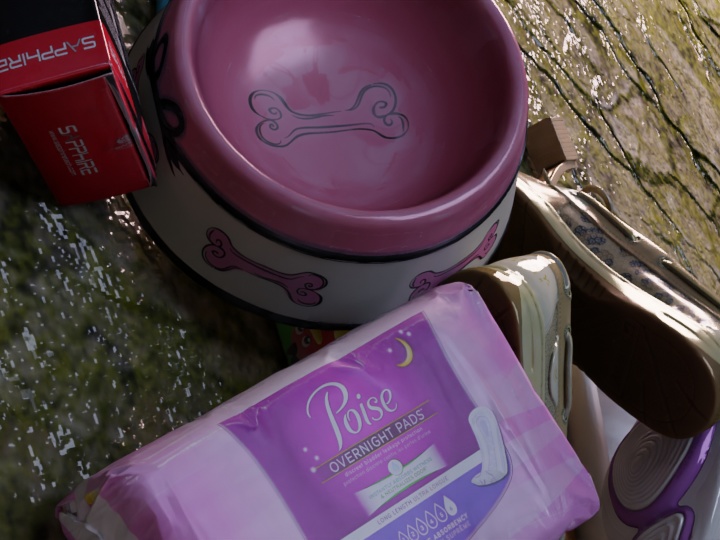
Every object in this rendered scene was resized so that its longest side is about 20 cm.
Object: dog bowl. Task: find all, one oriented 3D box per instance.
[{"bbox_3d":[-0.011,-0.077,0.791,0.199,0.074,0.201,7,62,-14],"label":"dog bowl"}]

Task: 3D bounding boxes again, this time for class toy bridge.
[{"bbox_3d":[0.076,-0.059,1.032,0.200,0.027,0.068,-7,74,-56],"label":"toy bridge"}]

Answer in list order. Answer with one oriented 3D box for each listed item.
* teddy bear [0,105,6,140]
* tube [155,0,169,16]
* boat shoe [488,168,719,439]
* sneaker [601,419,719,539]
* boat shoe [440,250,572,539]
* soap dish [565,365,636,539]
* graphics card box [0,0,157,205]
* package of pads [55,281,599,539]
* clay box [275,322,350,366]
[{"bbox_3d":[-0.200,-0.061,0.610,0.200,0.067,0.146,-19,81,-58],"label":"teddy bear"},{"bbox_3d":[-0.075,-0.188,0.896,0.077,0.050,0.201,-1,62,-10],"label":"tube"},{"bbox_3d":[0.117,0.008,0.850,0.062,0.074,0.200,-17,48,-37],"label":"boat shoe"},{"bbox_3d":[0.177,0.092,0.868,0.100,0.075,0.201,45,36,-23],"label":"sneaker"},{"bbox_3d":[0.069,0.093,0.804,0.063,0.073,0.202,-16,109,-46],"label":"boat shoe"},{"bbox_3d":[0.137,0.130,0.930,0.157,0.081,0.201,28,46,-41],"label":"soap dish"},{"bbox_3d":[-0.137,-0.140,0.716,0.126,0.051,0.201,83,-8,-74],"label":"graphics card box"},{"bbox_3d":[-0.009,0.096,0.686,0.199,0.076,0.121,-27,84,-38],"label":"package of pads"},{"bbox_3d":[0.000,0.000,0.864,0.115,0.047,0.201,2,64,-55],"label":"clay box"}]
